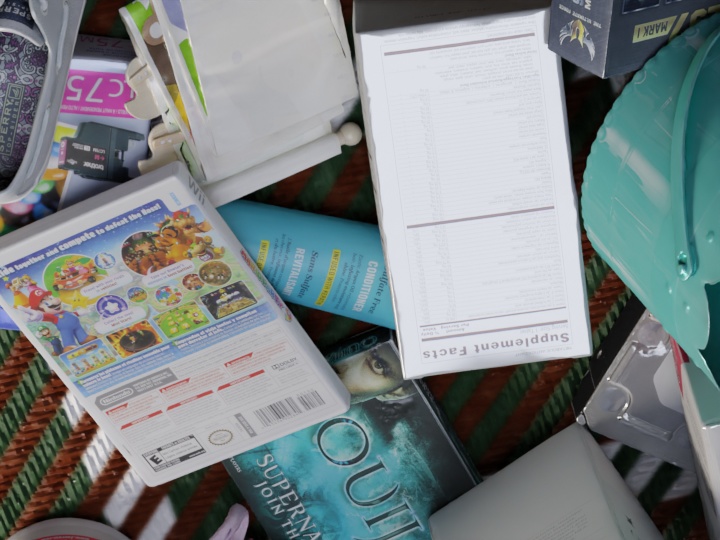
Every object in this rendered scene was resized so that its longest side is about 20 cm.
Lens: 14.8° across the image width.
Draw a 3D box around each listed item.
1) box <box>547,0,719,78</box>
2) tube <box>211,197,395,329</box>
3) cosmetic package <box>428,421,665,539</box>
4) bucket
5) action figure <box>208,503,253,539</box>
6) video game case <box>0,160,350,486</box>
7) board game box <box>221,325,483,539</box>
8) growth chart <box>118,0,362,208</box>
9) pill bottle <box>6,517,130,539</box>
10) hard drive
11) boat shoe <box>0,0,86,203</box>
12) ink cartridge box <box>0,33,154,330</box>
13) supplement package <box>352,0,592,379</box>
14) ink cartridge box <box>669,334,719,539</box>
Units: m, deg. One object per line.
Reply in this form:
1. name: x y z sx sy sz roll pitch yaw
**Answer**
1. box: 0.194 -0.200 1.486 0.199 0.051 0.158 -17 124 -34
2. tube: 0.000 0.000 1.651 0.199 0.050 0.078 12 124 -14
3. cosmetic package: 0.150 0.230 1.654 0.123 0.200 0.200 -34 109 6
4. bucket: 0.227 -0.036 1.484 0.207 0.135 0.208 -22 135 -24
5. action figure: -0.104 0.266 1.745 0.149 0.134 0.200 48 133 -3
6. video game case: -0.115 0.035 1.628 0.143 0.018 0.200 -22 126 20
7. board game box: 0.005 0.139 1.733 0.135 0.028 0.200 -25 117 11
8. growth chart: -0.068 -0.129 1.566 0.144 0.018 0.201 -16 121 -14
9. pill bottle: -0.181 0.249 1.686 0.112 0.200 0.113 -1 120 -2
10. hard drive: 0.234 0.033 1.682 0.139 0.038 0.200 24 116 -15
11. boat shoe: -0.190 -0.135 1.520 0.072 0.069 0.201 14 95 -6
12. ink cartridge box: -0.185 -0.043 1.619 0.119 0.042 0.201 5 120 -5
13. supplement package: 0.062 -0.054 1.561 0.113 0.110 0.201 -7 106 2
14. ink cartridge box: 0.242 0.124 1.627 0.084 0.145 0.201 -13 120 4
